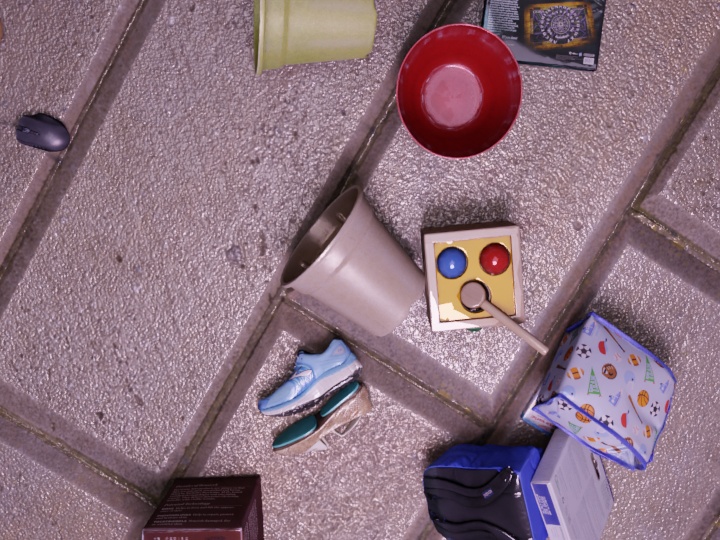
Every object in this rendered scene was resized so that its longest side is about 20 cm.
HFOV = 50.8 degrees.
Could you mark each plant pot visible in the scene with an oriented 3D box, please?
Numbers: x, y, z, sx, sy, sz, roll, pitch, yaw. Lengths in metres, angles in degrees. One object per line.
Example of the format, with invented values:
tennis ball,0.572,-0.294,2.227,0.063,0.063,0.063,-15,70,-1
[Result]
plant pot,-0.071,-0.403,1.173,0.180,0.200,0.206,0,98,-10
plant pot,0.000,0.000,1.228,0.183,0.201,0.201,40,97,-16

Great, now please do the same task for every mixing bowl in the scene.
mixing bowl,0.152,-0.282,1.214,0.195,0.108,0.205,0,99,0

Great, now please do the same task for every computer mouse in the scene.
computer mouse,-0.582,-0.243,1.267,0.195,0.034,0.060,14,99,-1

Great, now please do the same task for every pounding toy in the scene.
pounding toy,0.199,0.030,1.239,0.179,0.142,0.205,-5,98,2

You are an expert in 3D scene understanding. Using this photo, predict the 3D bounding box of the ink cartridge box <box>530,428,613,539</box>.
ink cartridge box,0.358,0.373,1.270,0.040,0.200,0.203,-10,109,37

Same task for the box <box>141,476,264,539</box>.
box,-0.256,0.466,1.276,0.160,0.200,0.170,-2,98,1

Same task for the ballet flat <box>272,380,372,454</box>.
ballet flat,-0.061,0.273,1.316,0.198,0.071,0.066,-35,107,8

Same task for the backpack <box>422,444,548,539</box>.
backpack,0.217,0.377,1.279,0.197,0.167,0.167,-10,95,35

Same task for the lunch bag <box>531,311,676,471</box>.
lunch bag,0.403,0.201,1.228,0.198,0.124,0.172,31,67,0

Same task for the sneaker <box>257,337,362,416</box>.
sneaker,-0.094,0.185,1.311,0.198,0.078,0.091,-31,73,8

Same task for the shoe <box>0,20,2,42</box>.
shoe,-0.659,-0.342,1.244,0.069,0.053,0.201,36,97,-4

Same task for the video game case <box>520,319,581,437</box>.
video game case,0.390,0.208,1.324,0.141,0.018,0.203,30,97,-4

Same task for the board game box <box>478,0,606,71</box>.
board game box,0.295,-0.405,1.235,0.195,0.028,0.139,7,98,0
